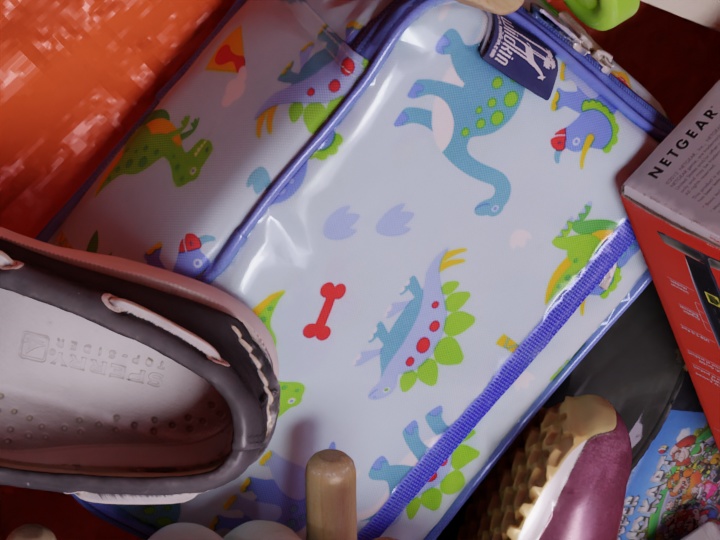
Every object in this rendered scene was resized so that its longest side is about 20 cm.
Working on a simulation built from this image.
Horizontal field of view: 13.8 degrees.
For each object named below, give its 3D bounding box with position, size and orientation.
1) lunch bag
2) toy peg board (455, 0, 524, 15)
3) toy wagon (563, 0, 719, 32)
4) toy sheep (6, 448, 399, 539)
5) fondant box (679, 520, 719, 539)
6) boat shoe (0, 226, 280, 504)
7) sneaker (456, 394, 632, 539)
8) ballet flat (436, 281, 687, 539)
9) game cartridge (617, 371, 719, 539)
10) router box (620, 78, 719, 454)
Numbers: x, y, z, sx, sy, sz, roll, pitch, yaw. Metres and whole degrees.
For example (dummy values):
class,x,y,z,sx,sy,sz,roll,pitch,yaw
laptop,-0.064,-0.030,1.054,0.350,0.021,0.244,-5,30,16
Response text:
class,x,y,z,sx,sy,sz,roll,pitch,yaw
lunch bag,0.000,0.000,0.905,0.200,0.082,0.161,-49,134,7
toy peg board,0.024,-0.180,0.726,0.199,0.098,0.200,21,91,-39
toy wagon,0.121,-0.132,0.905,0.155,0.040,0.201,-31,131,-21
toy sheep,-0.045,0.132,0.848,0.199,0.138,0.138,-11,125,-15
fondant box,0.117,0.191,1.082,0.144,0.058,0.200,-35,139,8
boat shoe,-0.120,0.021,0.808,0.199,0.060,0.074,15,103,-3
sneaker,0.064,0.136,0.954,0.090,0.075,0.201,18,110,-5
ballet flat,0.042,0.076,1.007,0.200,0.066,0.057,-52,174,9
game cartridge,0.137,0.067,1.059,0.129,0.038,0.201,4,117,-37
router box,0.182,-0.029,0.951,0.200,0.049,0.180,-46,141,-17
